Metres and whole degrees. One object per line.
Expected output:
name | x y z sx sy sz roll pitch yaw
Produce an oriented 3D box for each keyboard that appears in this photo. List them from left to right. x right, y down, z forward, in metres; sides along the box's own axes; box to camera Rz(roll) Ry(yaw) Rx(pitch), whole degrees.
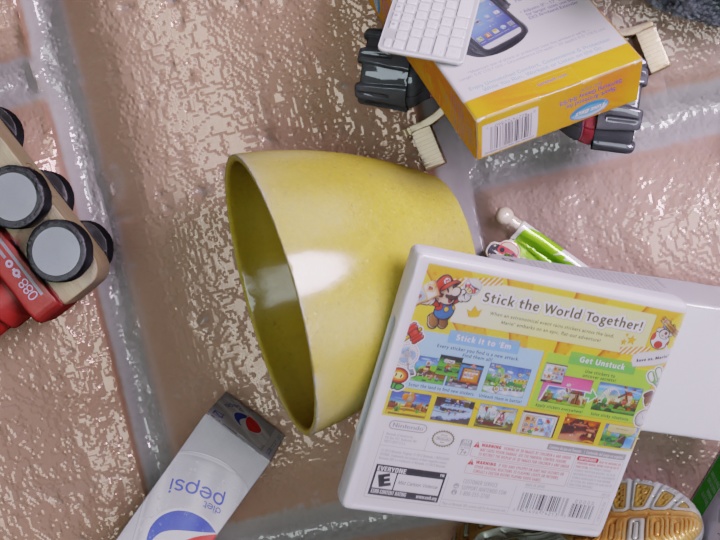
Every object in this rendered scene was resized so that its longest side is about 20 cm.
keyboard | 0.060 -0.212 0.786 0.056 0.201 0.011 8 144 12

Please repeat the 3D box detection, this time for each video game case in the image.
video game case | 0.101 0.086 0.771 0.198 0.023 0.184 11 108 -19

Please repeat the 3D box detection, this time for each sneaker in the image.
sneaker | 0.168 0.219 0.874 0.199 0.076 0.088 -16 112 29

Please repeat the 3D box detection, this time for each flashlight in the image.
flashlight | 0.096 -0.127 0.809 0.198 0.068 0.069 8 91 7

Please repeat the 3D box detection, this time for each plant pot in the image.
plant pot | 0.000 0.000 0.821 0.141 0.200 0.202 -15 97 -14

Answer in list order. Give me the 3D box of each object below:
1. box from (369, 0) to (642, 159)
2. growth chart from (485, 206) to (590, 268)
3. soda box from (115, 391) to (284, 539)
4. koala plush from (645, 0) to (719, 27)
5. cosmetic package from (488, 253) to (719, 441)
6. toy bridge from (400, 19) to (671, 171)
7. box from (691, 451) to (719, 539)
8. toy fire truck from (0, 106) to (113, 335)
box | 0.087 -0.169 0.782 0.118 0.201 0.042 -20 140 -10
growth chart | 0.121 0.072 0.891 0.144 0.018 0.201 29 102 1
soda box | -0.144 0.198 0.915 0.063 0.068 0.201 36 100 0
koala plush | 0.228 -0.245 0.724 0.183 0.200 0.178 40 101 9
cosmetic package | 0.183 0.056 0.835 0.198 0.074 0.103 7 105 -3
toy bridge | 0.121 -0.140 0.852 0.199 0.027 0.068 -22 93 10
box | 0.295 0.193 0.797 0.096 0.200 0.178 28 102 2
toy fire truck | -0.312 -0.012 0.888 0.200 0.129 0.176 -39 93 1
